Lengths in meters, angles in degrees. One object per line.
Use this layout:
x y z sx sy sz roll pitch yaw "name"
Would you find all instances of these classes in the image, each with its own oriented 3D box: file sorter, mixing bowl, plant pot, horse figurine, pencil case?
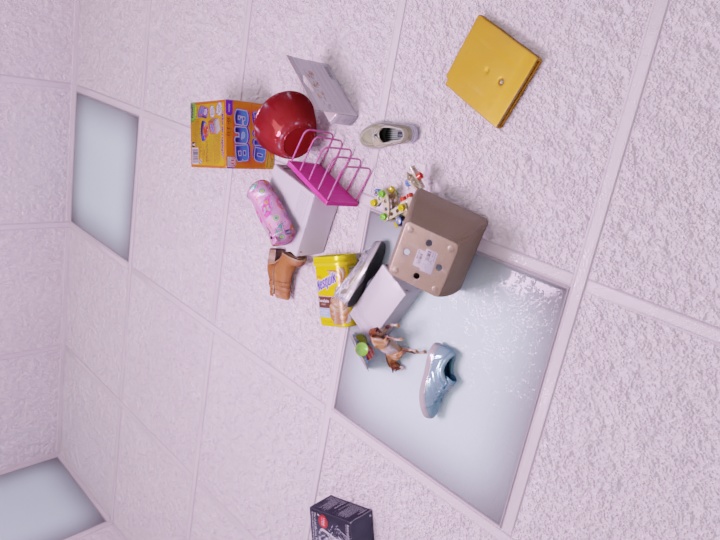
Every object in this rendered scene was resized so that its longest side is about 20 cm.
-0.085 -0.294 1.756 0.200 0.137 0.127 46 120 28 "file sorter"
-0.202 -0.401 1.796 0.109 0.196 0.203 55 128 36 "mixing bowl"
0.168 -0.051 1.478 0.196 0.177 0.204 25 114 12 "plant pot"
0.083 0.200 1.662 0.130 0.199 0.051 -15 44 40 "horse figurine"
-0.263 -0.166 1.809 0.087 0.086 0.203 -44 65 37 "pencil case"

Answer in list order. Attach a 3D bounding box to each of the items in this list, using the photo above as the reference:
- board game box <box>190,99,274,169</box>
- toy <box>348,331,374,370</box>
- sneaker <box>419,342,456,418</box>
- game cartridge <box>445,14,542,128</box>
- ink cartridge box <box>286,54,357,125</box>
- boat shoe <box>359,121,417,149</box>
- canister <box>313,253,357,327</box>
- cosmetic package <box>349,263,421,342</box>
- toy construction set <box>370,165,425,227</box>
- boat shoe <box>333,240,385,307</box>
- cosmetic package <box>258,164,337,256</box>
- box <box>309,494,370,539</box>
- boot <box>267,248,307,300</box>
-0.413 -0.434 2.001 0.196 0.197 0.207 10 102 41 "board game box"
0.009 0.217 1.732 0.046 0.200 0.118 -25 85 -1 "toy"
0.206 0.296 1.601 0.081 0.073 0.207 17 108 43 "sneaker"
0.303 -0.465 1.445 0.201 0.032 0.179 50 126 29 "game cartridge"
-0.115 -0.502 1.731 0.043 0.171 0.203 -42 68 37 "ink cartridge box"
0.063 -0.366 1.656 0.196 0.061 0.074 4 98 44 "boat shoe"
-0.067 0.057 1.814 0.146 0.085 0.207 -1 96 48 "canister"
0.067 0.088 1.701 0.114 0.080 0.201 53 125 24 "cosmetic package"
0.113 -0.189 1.622 0.199 0.090 0.135 -30 75 52 "toy construction set"
0.000 0.001 1.716 0.064 0.074 0.205 31 92 25 "boat shoe"
-0.185 -0.184 1.871 0.199 0.121 0.204 39 120 34 "cosmetic package"
-0.055 0.824 1.891 0.179 0.103 0.207 -1 95 41 "box"
-0.238 0.017 1.976 0.197 0.075 0.161 9 100 44 "boot"
